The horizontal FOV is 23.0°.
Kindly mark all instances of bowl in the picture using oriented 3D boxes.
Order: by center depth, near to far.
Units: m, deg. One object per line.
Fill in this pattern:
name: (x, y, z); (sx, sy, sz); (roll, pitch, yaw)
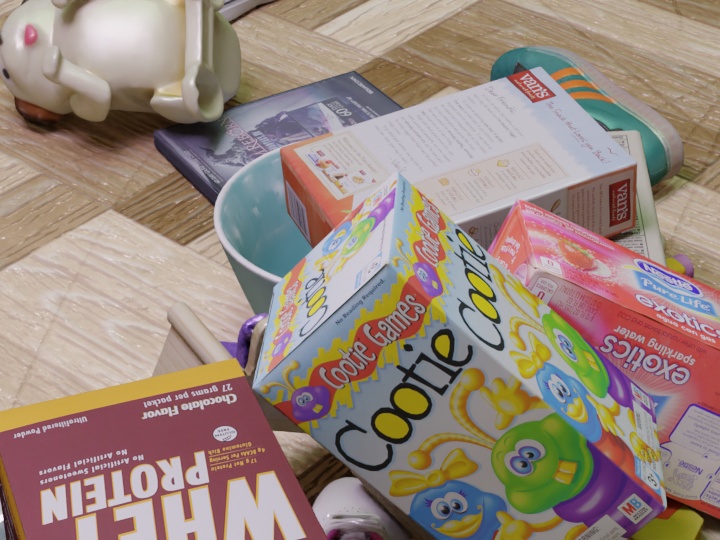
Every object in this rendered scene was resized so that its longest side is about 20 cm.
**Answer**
bowl: (0.000, 0.000, 1.229); (0.198, 0.106, 0.202); (-1, 34, 1)

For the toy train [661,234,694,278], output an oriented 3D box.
toy train: (0.162, 0.005, 1.265); (0.198, 0.056, 0.150); (19, 39, 26)

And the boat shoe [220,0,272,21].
boat shoe: (-0.102, -0.297, 1.698); (0.073, 0.067, 0.200); (17, 38, 24)

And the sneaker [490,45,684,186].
sneaker: (0.166, -0.124, 1.438); (0.079, 0.072, 0.199); (-21, 41, -34)

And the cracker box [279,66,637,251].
cracker box: (0.063, -0.053, 1.152); (0.198, 0.058, 0.134); (-19, 40, -15)

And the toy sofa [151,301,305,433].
toy sofa: (-0.021, 0.062, 1.081); (0.198, 0.098, 0.083); (8, 23, -38)

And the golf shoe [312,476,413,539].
golf shoe: (0.002, 0.169, 0.995); (0.074, 0.092, 0.201); (-3, 31, -3)

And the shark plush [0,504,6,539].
shark plush: (-0.186, 0.171, 0.989); (0.198, 0.091, 0.084); (-14, 47, 3)

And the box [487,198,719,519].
box: (0.159, 0.056, 1.043); (0.198, 0.103, 0.095); (23, 23, -13)

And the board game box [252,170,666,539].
board game box: (0.055, 0.065, 0.931); (0.200, 0.103, 0.105); (40, 25, -17)

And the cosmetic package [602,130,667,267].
cosmetic package: (0.150, -0.006, 1.185); (0.102, 0.074, 0.201); (-3, 41, 4)

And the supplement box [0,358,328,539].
supplement box: (-0.090, 0.191, 0.868); (0.131, 0.202, 0.198); (-12, 36, -17)

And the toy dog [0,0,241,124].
toy dog: (-0.208, -0.189, 1.475); (0.198, 0.141, 0.194); (-1, 3, 11)

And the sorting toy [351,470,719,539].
sorting toy: (0.120, 0.142, 1.043); (0.198, 0.037, 0.185); (-8, 33, -34)

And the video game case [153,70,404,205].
video game case: (-0.052, -0.106, 1.464); (0.198, 0.019, 0.143); (-19, 38, -26)
